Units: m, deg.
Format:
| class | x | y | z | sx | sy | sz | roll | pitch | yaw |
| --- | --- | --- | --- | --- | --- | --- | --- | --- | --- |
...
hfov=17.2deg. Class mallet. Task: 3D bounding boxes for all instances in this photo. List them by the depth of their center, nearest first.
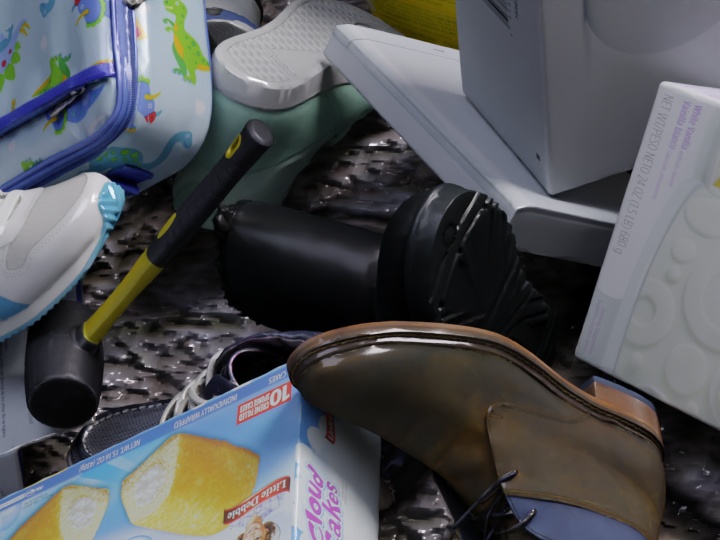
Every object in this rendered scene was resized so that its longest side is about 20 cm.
| class | x | y | z | sx | sy | sz | roll | pitch | yaw |
| --- | --- | --- | --- | --- | --- | --- | --- | --- | --- |
| mallet | -0.108 | -0.008 | 1.205 | 0.200 | 0.041 | 0.066 | -51 | 28 | 21 |

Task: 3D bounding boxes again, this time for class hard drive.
| class | x | y | z | sx | sy | sz | roll | pitch | yaw |
| --- | --- | --- | --- | --- | --- | --- | --- | --- | --- |
| hard drive | 0.079 | -0.065 | 1.261 | 0.200 | 0.131 | 0.027 | 50 | 121 | 46 |

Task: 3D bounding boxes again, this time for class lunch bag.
| class | x | y | z | sx | sy | sz | roll | pitch | yaw |
| --- | --- | --- | --- | --- | --- | --- | --- | --- | --- |
| lunch bag | -0.168 | -0.105 | 1.303 | 0.200 | 0.082 | 0.162 | -22 | 64 | 41 |

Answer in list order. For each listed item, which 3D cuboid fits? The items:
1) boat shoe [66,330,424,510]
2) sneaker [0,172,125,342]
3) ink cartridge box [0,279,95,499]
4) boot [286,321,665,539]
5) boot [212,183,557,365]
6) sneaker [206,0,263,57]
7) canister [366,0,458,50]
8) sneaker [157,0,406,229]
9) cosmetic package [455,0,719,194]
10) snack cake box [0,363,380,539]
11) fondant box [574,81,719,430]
| class | x | y | z | sx | sy | sz | roll | pitch | yaw |
| --- | --- | --- | --- | --- | --- | --- | --- | --- | --- |
| boat shoe | -0.071 | 0.071 | 1.201 | 0.199 | 0.093 | 0.075 | -4 | 46 | 22 |
| sneaker | -0.210 | -0.009 | 1.250 | 0.199 | 0.081 | 0.077 | -23 | 27 | 30 |
| ink cartridge box | -0.239 | 0.062 | 1.322 | 0.199 | 0.043 | 0.197 | -18 | 40 | 5 |
| boot | 0.060 | 0.089 | 1.080 | 0.199 | 0.075 | 0.097 | 15 | 47 | -24 |
| boot | 0.000 | -0.001 | 1.173 | 0.162 | 0.198 | 0.074 | 18 | 76 | 25 |
| sneaker | -0.137 | -0.124 | 1.449 | 0.199 | 0.081 | 0.115 | -17 | 28 | 17 |
| canister | 0.040 | -0.226 | 1.371 | 0.148 | 0.200 | 0.087 | 22 | 59 | 38 |
| sneaker | -0.042 | -0.084 | 1.360 | 0.074 | 0.119 | 0.200 | 35 | 29 | 19 |
| cosmetic package | 0.155 | -0.174 | 1.187 | 0.199 | 0.200 | 0.123 | -15 | 35 | -14 |
| snack cake box | -0.089 | 0.137 | 1.122 | 0.199 | 0.067 | 0.115 | -26 | 38 | 25 |
| fondant box | 0.208 | 0.010 | 1.108 | 0.200 | 0.058 | 0.145 | 26 | 105 | 39 |
